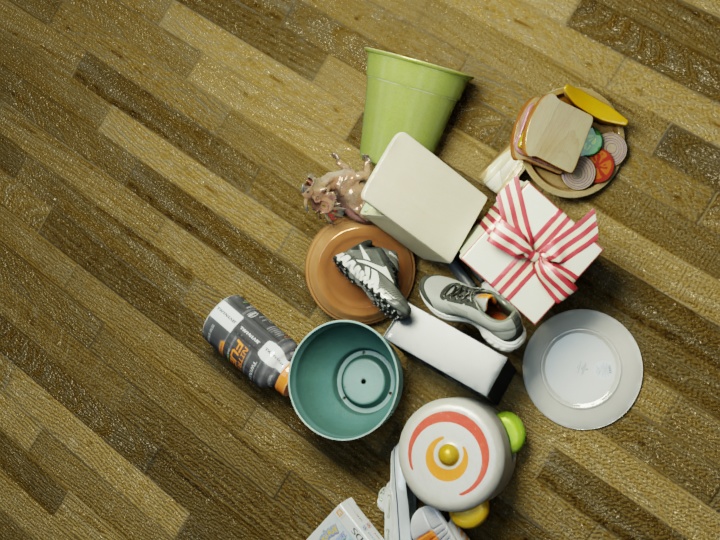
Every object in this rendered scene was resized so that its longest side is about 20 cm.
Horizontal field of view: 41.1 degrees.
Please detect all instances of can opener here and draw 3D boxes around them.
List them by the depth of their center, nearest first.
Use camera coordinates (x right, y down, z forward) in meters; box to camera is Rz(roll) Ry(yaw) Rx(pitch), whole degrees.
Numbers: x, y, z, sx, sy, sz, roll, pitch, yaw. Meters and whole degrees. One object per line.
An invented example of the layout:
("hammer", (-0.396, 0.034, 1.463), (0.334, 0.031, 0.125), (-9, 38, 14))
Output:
("can opener", (0.193, 0.011, 1.661), (0.053, 0.067, 0.200), (-40, 73, 10))

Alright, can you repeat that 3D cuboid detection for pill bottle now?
("pill bottle", (-0.186, 0.142, 1.758), (0.200, 0.106, 0.107), (38, 96, 20))

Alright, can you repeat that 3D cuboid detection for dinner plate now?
("dinner plate", (0.368, 0.164, 1.603), (0.199, 0.024, 0.202), (-2, 83, 18))

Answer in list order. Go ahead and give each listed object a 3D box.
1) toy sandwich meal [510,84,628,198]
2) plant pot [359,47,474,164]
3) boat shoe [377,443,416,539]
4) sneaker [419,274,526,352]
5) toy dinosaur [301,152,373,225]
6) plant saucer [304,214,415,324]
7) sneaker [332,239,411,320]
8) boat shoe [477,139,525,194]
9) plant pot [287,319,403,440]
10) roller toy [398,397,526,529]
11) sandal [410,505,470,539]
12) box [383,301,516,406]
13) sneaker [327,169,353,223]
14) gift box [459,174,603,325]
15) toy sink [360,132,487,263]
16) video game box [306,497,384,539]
("toy sandwich meal", (0.352, -0.217, 1.592), (0.203, 0.070, 0.207), (-1, 94, -8))
("plant pot", (0.080, -0.273, 1.690), (0.199, 0.200, 0.191), (18, 102, 21))
("boat shoe", (0.059, 0.399, 1.655), (0.066, 0.073, 0.202), (-6, 82, 20))
("sneaker", (0.180, 0.051, 1.538), (0.199, 0.080, 0.074), (28, 59, 31))
("toy dinosaur", (-0.012, -0.123, 1.654), (0.199, 0.086, 0.136), (29, 72, -15))
("plant saucer", (0.000, 0.000, 1.702), (0.198, 0.037, 0.202), (0, 98, -2))
("sneaker", (0.037, 0.006, 1.606), (0.090, 0.067, 0.200), (-39, 43, -9))
("boat shoe", (0.293, -0.208, 1.657), (0.200, 0.074, 0.069), (-44, 95, 1))
("plant pot", (-0.010, 0.192, 1.674), (0.199, 0.134, 0.202), (-3, 82, 18))
("roller toy", (0.159, 0.306, 1.597), (0.182, 0.140, 0.201), (24, 92, 21))
("sandal", (0.157, 0.481, 1.623), (0.079, 0.059, 0.207), (-27, 96, 36))
("box", (0.153, 0.141, 1.616), (0.199, 0.141, 0.079), (29, 87, 20))
("sneaker", (-0.032, -0.086, 1.759), (0.085, 0.077, 0.202), (19, 104, 57))
("gift box", (0.272, -0.050, 1.551), (0.184, 0.187, 0.200), (36, 99, -3))
("toy sink", (0.085, -0.122, 1.594), (0.199, 0.112, 0.131), (34, 81, -24))
("video game box", (-0.026, 0.528, 1.662), (0.182, 0.047, 0.200), (48, 114, 21))
